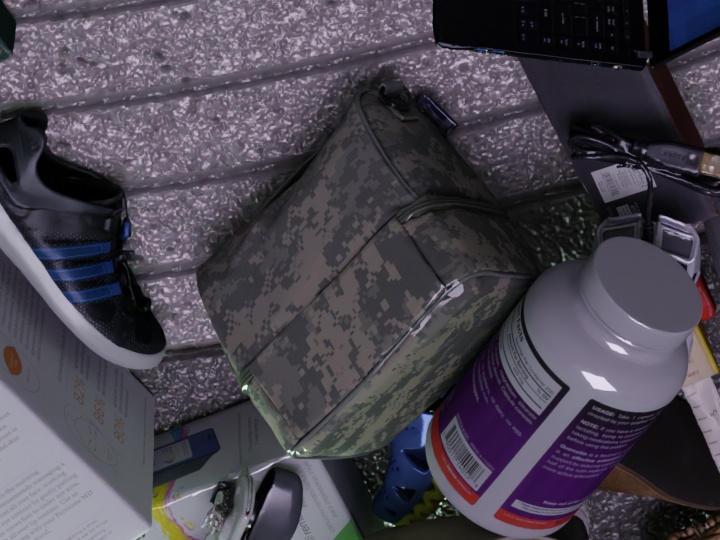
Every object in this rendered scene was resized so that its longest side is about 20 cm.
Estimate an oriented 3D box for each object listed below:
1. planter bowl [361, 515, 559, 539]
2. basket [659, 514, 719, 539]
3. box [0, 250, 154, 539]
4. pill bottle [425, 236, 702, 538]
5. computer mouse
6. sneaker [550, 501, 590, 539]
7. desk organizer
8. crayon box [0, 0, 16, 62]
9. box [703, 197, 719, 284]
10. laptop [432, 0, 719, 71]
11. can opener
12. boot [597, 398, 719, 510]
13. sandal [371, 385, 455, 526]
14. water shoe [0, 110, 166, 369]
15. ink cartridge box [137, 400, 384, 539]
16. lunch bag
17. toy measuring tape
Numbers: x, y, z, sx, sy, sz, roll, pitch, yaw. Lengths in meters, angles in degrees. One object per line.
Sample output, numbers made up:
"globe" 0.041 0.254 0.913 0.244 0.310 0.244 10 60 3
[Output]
"planter bowl" 0.053 0.249 1.712 0.200 0.135 0.201 -11 111 -30
"basket" 0.285 0.282 1.806 0.143 0.149 0.200 -24 137 10
"box" -0.237 0.090 1.672 0.106 0.152 0.200 -34 117 17
"pill bottle" 0.130 0.072 1.598 0.112 0.113 0.200 22 131 -16
"computer mouse" 0.179 -0.010 1.623 0.109 0.044 0.200 6 130 4
"sneaker" 0.129 0.248 1.828 0.074 0.085 0.200 -4 132 -2
"desk organizer" 0.156 -0.119 1.615 0.072 0.077 0.200 -19 125 17
"crayon box" -0.317 -0.187 1.556 0.127 0.051 0.200 -28 119 13
"box" 0.337 0.011 1.638 0.200 0.199 0.131 -15 121 5
"laptop" 0.149 -0.217 1.484 0.200 0.177 0.103 6 148 -8
"can opener" -0.100 0.216 1.718 0.066 0.053 0.200 20 119 -17
"boot" 0.178 0.127 1.791 0.200 0.074 0.075 18 149 -20
"sandal" 0.049 0.086 1.744 0.087 0.080 0.200 25 115 -1
"water shoe" -0.177 -0.016 1.659 0.079 0.072 0.200 -34 118 14
"ink cartridge box" -0.098 0.183 1.779 0.200 0.088 0.145 -20 122 10
"lunch bag" 0.000 0.000 1.635 0.200 0.168 0.139 -46 159 23
"toy measuring tape" 0.219 0.054 1.728 0.073 0.074 0.200 -24 113 10
